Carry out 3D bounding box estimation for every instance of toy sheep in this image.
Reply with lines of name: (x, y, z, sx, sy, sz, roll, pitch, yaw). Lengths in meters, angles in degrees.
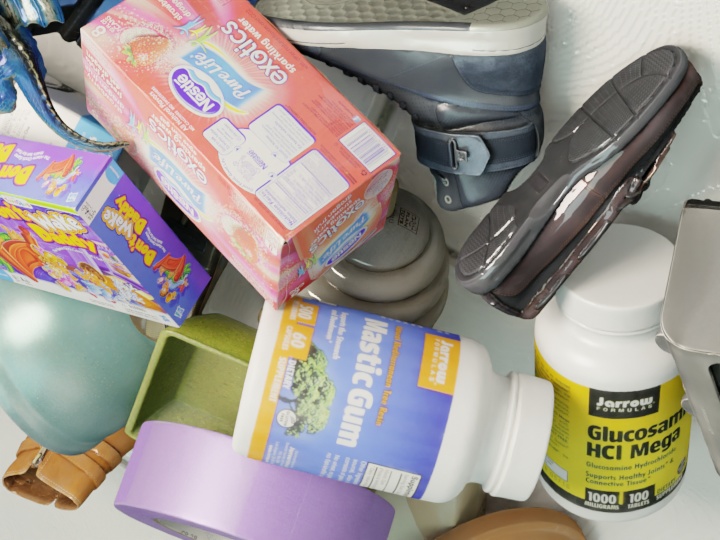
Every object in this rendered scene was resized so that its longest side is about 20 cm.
toy sheep: (0.000, 0.000, 1.088, 0.137, 0.138, 0.201, 26, 149, 9)

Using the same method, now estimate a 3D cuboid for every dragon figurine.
dragon figurine: (-0.226, -0.154, 0.955, 0.200, 0.059, 0.100, 46, 147, 11)

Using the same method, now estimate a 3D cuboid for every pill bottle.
pill bottle: (0.022, 0.089, 1.005, 0.198, 0.113, 0.113, 13, 137, -2)
pill bottle: (0.176, 0.071, 1.054, 0.112, 0.113, 0.201, 14, 135, 21)

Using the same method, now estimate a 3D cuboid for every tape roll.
tape roll: (-0.077, 0.176, 1.115, 0.198, 0.066, 0.200, 18, 164, 5)

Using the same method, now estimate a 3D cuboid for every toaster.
toaster: (0.292, 0.054, 0.931, 0.199, 0.119, 0.181, 7, 150, 29)

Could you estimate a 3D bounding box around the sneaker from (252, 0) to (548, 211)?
sneaker: (0.026, -0.114, 1.001, 0.201, 0.077, 0.147, 10, 131, 21)

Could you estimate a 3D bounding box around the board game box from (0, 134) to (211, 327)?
board game box: (-0.217, -0.034, 1.057, 0.199, 0.045, 0.135, 12, 151, 38)

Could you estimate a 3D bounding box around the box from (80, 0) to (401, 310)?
box: (-0.080, -0.089, 0.974, 0.200, 0.102, 0.095, 45, 155, 17)

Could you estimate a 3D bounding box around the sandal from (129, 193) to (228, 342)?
sandal: (-0.106, -0.036, 1.133, 0.081, 0.054, 0.201, 30, 103, 23)

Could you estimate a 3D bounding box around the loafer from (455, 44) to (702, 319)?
loafer: (0.145, -0.052, 0.957, 0.063, 0.072, 0.200, 36, 107, -24)

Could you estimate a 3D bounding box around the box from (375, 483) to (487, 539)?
box: (0.057, 0.203, 1.271, 0.077, 0.095, 0.201, 17, 138, 17)

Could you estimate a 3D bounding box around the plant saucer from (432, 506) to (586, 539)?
plant saucer: (0.102, 0.274, 1.255, 0.201, 0.199, 0.032, 90, 159, -45)

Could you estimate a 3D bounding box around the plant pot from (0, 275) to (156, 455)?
plant pot: (-0.212, 0.031, 1.227, 0.133, 0.201, 0.201, -25, 116, 16)

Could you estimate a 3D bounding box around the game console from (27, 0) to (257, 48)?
game console: (-0.168, -0.180, 1.043, 0.200, 0.175, 0.117, -39, 74, 47)

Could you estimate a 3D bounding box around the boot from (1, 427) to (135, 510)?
boot: (-0.210, 0.146, 1.340, 0.199, 0.155, 0.074, -5, 126, 36)

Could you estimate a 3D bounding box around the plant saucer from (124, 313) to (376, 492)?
plant saucer: (-0.069, 0.108, 1.166, 0.199, 0.048, 0.200, 24, 147, -4)

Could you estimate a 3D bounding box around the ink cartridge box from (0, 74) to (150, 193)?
ink cartridge box: (-0.258, -0.116, 1.145, 0.199, 0.116, 0.068, 29, 97, 5)
